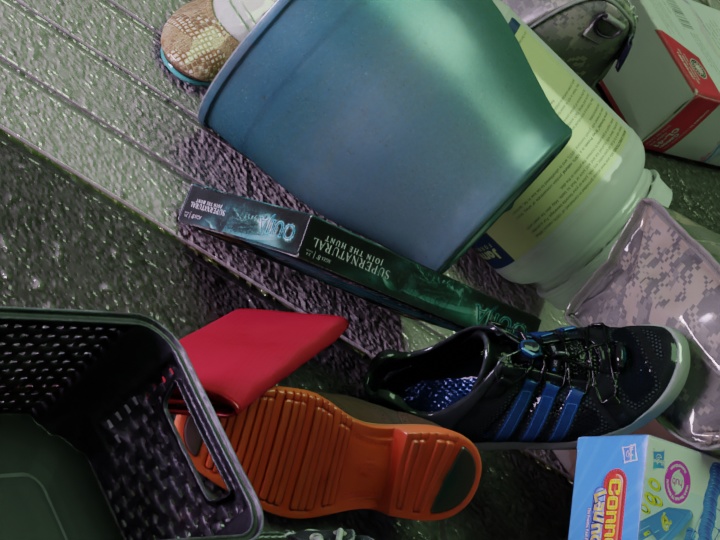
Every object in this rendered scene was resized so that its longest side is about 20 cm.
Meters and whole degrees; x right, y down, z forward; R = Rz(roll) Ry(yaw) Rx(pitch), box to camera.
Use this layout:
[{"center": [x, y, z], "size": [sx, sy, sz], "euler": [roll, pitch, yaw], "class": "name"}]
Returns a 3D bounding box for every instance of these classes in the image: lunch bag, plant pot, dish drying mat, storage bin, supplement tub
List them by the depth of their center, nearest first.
[{"center": [-0.159, 0.099, 0.998], "size": [0.199, 0.094, 0.136], "euler": [5, 49, -53], "class": "storage bin"}, {"center": [-0.070, 0.050, 1.189], "size": [0.200, 0.076, 0.018], "euler": [-32, 124, -71], "class": "dish drying mat"}, {"center": [0.253, 0.062, 1.355], "size": [0.163, 0.118, 0.200], "euler": [22, 20, -37], "class": "lunch bag"}, {"center": [0.028, -0.104, 1.380], "size": [0.188, 0.200, 0.200], "euler": [45, 28, 4], "class": "plant pot"}, {"center": [0.116, -0.083, 1.549], "size": [0.200, 0.145, 0.145], "euler": [43, 29, -8], "class": "supplement tub"}, {"center": [0.123, -0.220, 1.705], "size": [0.139, 0.168, 0.201], "euler": [20, 39, -41], "class": "lunch bag"}]

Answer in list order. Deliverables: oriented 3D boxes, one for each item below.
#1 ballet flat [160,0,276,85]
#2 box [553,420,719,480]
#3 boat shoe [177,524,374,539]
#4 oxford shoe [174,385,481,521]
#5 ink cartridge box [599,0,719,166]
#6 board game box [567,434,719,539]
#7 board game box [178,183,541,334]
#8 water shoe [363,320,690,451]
[{"center": [-0.072, -0.180, 1.492], "size": [0.071, 0.065, 0.200], "euler": [49, 28, 3], "class": "ballet flat"}, {"center": [0.223, 0.156, 1.456], "size": [0.200, 0.095, 0.078], "euler": [53, 29, 12], "class": "box"}, {"center": [-0.017, 0.167, 1.134], "size": [0.199, 0.068, 0.072], "euler": [25, 36, -37], "class": "boat shoe"}, {"center": [-0.028, 0.102, 1.225], "size": [0.199, 0.072, 0.072], "euler": [17, 6, -33], "class": "oxford shoe"}, {"center": [0.307, -0.182, 2.001], "size": [0.199, 0.086, 0.148], "euler": [10, 45, -51], "class": "ink cartridge box"}, {"center": [0.205, 0.217, 1.292], "size": [0.199, 0.056, 0.198], "euler": [20, 72, -41], "class": "board game box"}, {"center": [0.000, 0.000, 1.327], "size": [0.199, 0.028, 0.135], "euler": [24, -5, -37], "class": "board game box"}, {"center": [0.100, 0.068, 1.288], "size": [0.079, 0.198, 0.072], "euler": [56, 24, -55], "class": "water shoe"}]
